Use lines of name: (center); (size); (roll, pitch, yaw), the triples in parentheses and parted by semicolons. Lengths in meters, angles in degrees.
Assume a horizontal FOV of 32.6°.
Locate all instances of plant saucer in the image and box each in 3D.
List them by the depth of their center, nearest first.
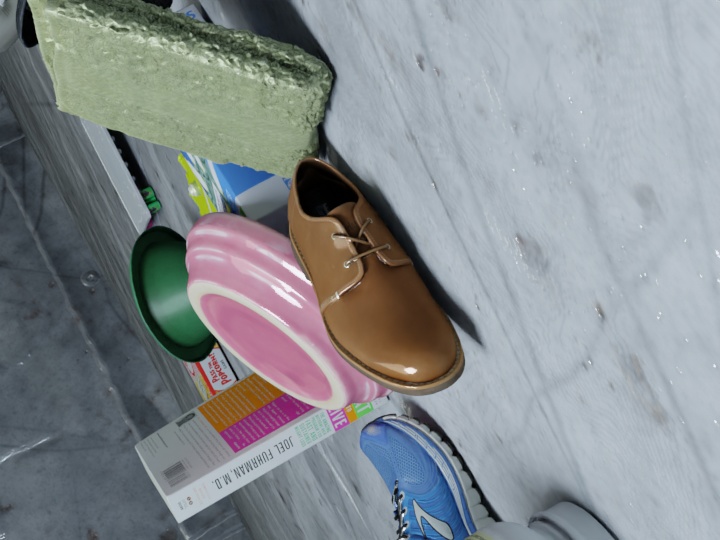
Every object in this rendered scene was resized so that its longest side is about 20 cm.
plant saucer: (-0.060, 0.041, 0.943); (0.199, 0.051, 0.201); (31, 157, 14)

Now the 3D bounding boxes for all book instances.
book: (-0.088, 0.132, 1.052); (0.049, 0.198, 0.133); (67, 165, -17)

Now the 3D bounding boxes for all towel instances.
towel: (-0.117, -0.124, 0.810); (0.197, 0.037, 0.149); (16, 158, -1)

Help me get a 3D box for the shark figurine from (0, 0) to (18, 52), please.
shark figurine: (-0.441, -0.399, 1.630); (0.089, 0.128, 0.217); (24, 128, 27)

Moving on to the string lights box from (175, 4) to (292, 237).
string lights box: (-0.106, -0.102, 0.982); (0.201, 0.058, 0.103); (56, 166, 23)

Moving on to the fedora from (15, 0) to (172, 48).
fedora: (-0.157, -0.225, 0.839); (0.091, 0.203, 0.200); (27, 170, -11)

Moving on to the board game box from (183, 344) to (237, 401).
board game box: (-0.245, 0.127, 1.881); (0.202, 0.046, 0.152); (60, 165, 12)

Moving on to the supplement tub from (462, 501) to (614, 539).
supplement tub: (0.067, 0.237, 0.708); (0.146, 0.198, 0.146); (55, 164, 25)

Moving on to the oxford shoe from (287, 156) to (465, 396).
oxford shoe: (0.000, 0.000, 0.782); (0.200, 0.071, 0.072); (52, 160, 41)

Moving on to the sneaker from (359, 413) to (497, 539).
sneaker: (0.049, 0.191, 0.908); (0.201, 0.088, 0.079); (52, 161, 35)

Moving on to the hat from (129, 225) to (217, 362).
hat: (-0.150, 0.002, 1.401); (0.167, 0.174, 0.200); (63, -157, -11)

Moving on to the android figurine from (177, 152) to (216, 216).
android figurine: (-0.121, -0.044, 1.179); (0.200, 0.041, 0.183); (49, 160, 38)

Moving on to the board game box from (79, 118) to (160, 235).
board game box: (-0.349, -0.157, 1.784); (0.202, 0.026, 0.200); (63, 165, -1)

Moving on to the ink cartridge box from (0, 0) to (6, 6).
ink cartridge box: (-0.239, -0.295, 0.799); (0.083, 0.202, 0.145); (20, -161, -32)
